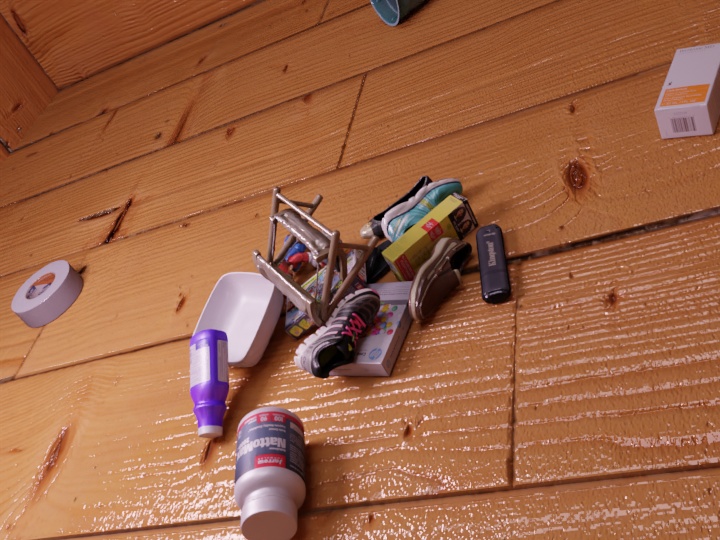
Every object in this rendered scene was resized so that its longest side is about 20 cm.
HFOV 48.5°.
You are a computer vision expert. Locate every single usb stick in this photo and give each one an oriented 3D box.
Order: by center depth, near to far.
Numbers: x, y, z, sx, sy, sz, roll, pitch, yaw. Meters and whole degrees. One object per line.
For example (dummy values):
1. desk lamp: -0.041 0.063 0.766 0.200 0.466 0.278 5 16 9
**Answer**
1. usb stick: 0.247 -0.015 1.498 0.055 0.033 0.202 -20 37 19

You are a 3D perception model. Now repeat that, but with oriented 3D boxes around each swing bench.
1. swing bench: -0.098 -0.020 1.516 0.198 0.128 0.203 36 111 38

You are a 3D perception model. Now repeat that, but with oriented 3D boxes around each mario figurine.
1. mario figurine: -0.160 0.001 1.785 0.124 0.105 0.201 -53 6 40

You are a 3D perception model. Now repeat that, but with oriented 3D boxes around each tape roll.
1. tape roll: -0.887 0.065 2.268 0.197 0.067 0.202 -21 38 17

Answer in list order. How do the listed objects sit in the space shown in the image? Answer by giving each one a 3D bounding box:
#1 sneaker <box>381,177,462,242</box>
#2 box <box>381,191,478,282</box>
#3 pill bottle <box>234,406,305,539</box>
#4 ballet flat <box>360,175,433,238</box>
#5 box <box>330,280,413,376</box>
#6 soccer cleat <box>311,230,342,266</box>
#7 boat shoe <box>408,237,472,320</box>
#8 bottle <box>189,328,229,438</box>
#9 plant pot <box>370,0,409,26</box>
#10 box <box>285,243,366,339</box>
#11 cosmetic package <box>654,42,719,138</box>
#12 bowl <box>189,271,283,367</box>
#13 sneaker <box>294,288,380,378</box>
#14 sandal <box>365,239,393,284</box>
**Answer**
1. sneaker: 0.140 -0.120 1.692 0.199 0.078 0.080 -35 61 -7
2. box: 0.141 -0.064 1.605 0.199 0.076 0.050 -38 35 -9
3. pill bottle: -0.148 0.337 1.314 0.118 0.120 0.202 -24 36 12
4. ballet flat: 0.078 -0.138 1.756 0.199 0.057 0.067 -36 34 -4
5. box: 0.018 0.110 1.523 0.154 0.041 0.202 -5 45 36
6. soccer cleat: -0.079 -0.051 1.681 0.069 0.078 0.200 -34 -4 -6
7. boat shoe: 0.155 0.012 1.506 0.074 0.075 0.204 3 48 32
8. bottle: -0.293 0.220 1.555 0.083 0.065 0.204 -27 60 41
9. plant pot: 0.143 -0.913 2.528 0.194 0.202 0.200 -32 34 -13
10. box: -0.071 0.043 1.631 0.199 0.035 0.111 -38 30 22
11. cosmetic package: 0.647 -0.349 1.549 0.100 0.072 0.202 0 46 38
12. bowl: -0.248 0.109 1.675 0.197 0.074 0.203 5 67 42
13. sneaker: -0.028 0.121 1.451 0.200 0.074 0.087 -43 37 -7
14. sandal: 0.000 0.001 1.659 0.200 0.048 0.075 -44 36 -14
